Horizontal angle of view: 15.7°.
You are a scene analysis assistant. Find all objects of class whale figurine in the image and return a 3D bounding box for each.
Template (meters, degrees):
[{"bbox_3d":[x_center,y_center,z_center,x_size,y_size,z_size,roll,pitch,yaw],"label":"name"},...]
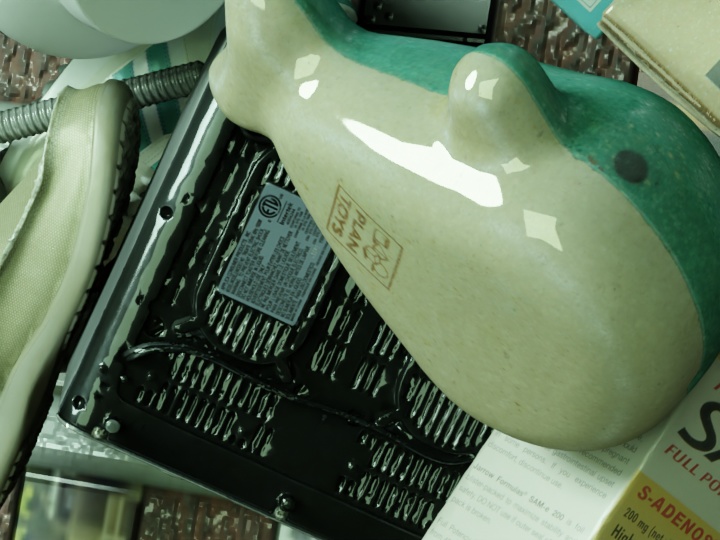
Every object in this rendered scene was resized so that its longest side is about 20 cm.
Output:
[{"bbox_3d":[0.041,-0.034,0.866,0.200,0.159,0.104,40,62,15],"label":"whale figurine"}]

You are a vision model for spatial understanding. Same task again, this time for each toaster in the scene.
[{"bbox_3d":[0.000,0.000,0.985,0.180,0.119,0.201,24,94,-10],"label":"toaster"}]

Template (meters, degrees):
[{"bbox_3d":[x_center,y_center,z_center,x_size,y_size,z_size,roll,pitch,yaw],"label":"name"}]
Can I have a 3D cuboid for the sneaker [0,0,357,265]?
[{"bbox_3d":[-0.078,-0.056,1.092,0.093,0.070,0.200,37,94,29],"label":"sneaker"}]

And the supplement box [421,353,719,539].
[{"bbox_3d":[0.106,0.091,0.938,0.073,0.126,0.200,28,83,49],"label":"supplement box"}]

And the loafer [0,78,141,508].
[{"bbox_3d":[-0.143,0.011,1.032,0.068,0.076,0.201,22,109,-3],"label":"loafer"}]

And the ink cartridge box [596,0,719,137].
[{"bbox_3d":[0.189,-0.105,0.917,0.075,0.200,0.165,45,101,21],"label":"ink cartridge box"}]

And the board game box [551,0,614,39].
[{"bbox_3d":[0.044,-0.160,0.962,0.151,0.200,0.047,42,100,-4],"label":"board game box"}]

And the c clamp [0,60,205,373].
[{"bbox_3d":[-0.102,-0.044,1.059,0.199,0.027,0.172,-8,100,10],"label":"c clamp"}]

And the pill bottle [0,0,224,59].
[{"bbox_3d":[-0.125,-0.148,0.999,0.200,0.112,0.113,30,95,51],"label":"pill bottle"}]
